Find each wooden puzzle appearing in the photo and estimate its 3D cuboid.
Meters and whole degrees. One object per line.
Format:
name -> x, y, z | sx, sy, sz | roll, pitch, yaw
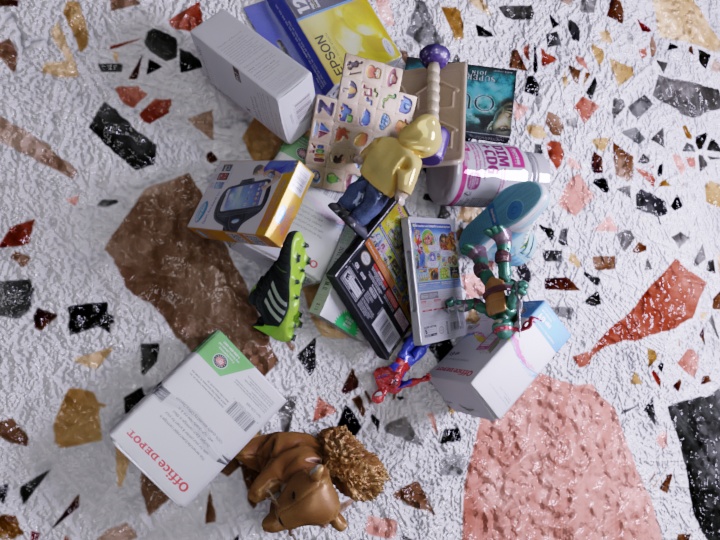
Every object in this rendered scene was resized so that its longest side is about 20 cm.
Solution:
wooden puzzle -> 0.088, -0.252, 1.017 | 0.185, 0.046, 0.200 | -1, 70, 20

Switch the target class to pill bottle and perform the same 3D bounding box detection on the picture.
pill bottle -> 0.228, -0.169, 1.073 | 0.200, 0.113, 0.114 | 0, 83, -22

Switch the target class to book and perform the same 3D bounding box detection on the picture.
book -> 0.000, 0.000, 0.964 | 0.134, 0.048, 0.200 | 38, 71, -50

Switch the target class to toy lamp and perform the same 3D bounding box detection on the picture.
toy lamp -> 0.115, -0.260, 0.953 | 0.058, 0.058, 0.200 | 14, 68, -19

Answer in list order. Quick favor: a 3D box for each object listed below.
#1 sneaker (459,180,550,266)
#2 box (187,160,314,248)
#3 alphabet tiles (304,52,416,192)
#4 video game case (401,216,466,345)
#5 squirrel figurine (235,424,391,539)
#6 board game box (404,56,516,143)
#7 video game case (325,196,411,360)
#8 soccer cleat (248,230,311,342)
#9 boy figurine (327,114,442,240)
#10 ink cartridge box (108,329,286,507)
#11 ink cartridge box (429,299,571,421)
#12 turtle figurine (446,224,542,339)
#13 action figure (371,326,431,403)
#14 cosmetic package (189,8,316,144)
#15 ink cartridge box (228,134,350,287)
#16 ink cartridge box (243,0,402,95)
sneaker -> 0.280, -0.076, 1.049 | 0.130, 0.200, 0.080 | 16, 57, -27
box -> -0.169, -0.100, 0.870 | 0.041, 0.200, 0.119 | 41, 65, -48
alphabet tiles -> 0.003, -0.216, 0.918 | 0.167, 0.008, 0.201 | 6, 101, -28
video game case -> 0.123, 0.014, 0.987 | 0.143, 0.018, 0.201 | -3, 87, -51
squirrel figurine -> -0.060, 0.293, 0.859 | 0.200, 0.187, 0.142 | -19, 90, -22
board game box -> 0.171, -0.303, 1.071 | 0.199, 0.028, 0.136 | 8, 76, 3
video game case -> 0.046, 0.013, 0.965 | 0.181, 0.025, 0.200 | -52, 131, -26
soccer cleat -> -0.122, 0.025, 0.879 | 0.081, 0.200, 0.068 | 17, 38, 7
boy figurine -> 0.039, -0.147, 0.882 | 0.200, 0.124, 0.064 | -50, 142, 2
ink cartridge box -> -0.231, 0.206, 0.860 | 0.200, 0.084, 0.146 | -44, 99, -20
ink cartridge box -> 0.229, 0.146, 1.014 | 0.200, 0.144, 0.085 | -44, 101, -20
turtle figurine -> 0.212, 0.035, 0.964 | 0.101, 0.150, 0.200 | 30, 48, -41
action figure -> 0.092, 0.141, 0.989 | 0.065, 0.099, 0.200 | 45, 73, -18
cosmetic package -> -0.157, -0.290, 0.902 | 0.200, 0.102, 0.074 | 39, 71, 21
ink cartridge box -> -0.097, -0.094, 0.951 | 0.145, 0.087, 0.200 | 28, 73, -15
ink cartridge box -> -0.061, -0.404, 1.021 | 0.200, 0.047, 0.198 | -31, 89, -24
